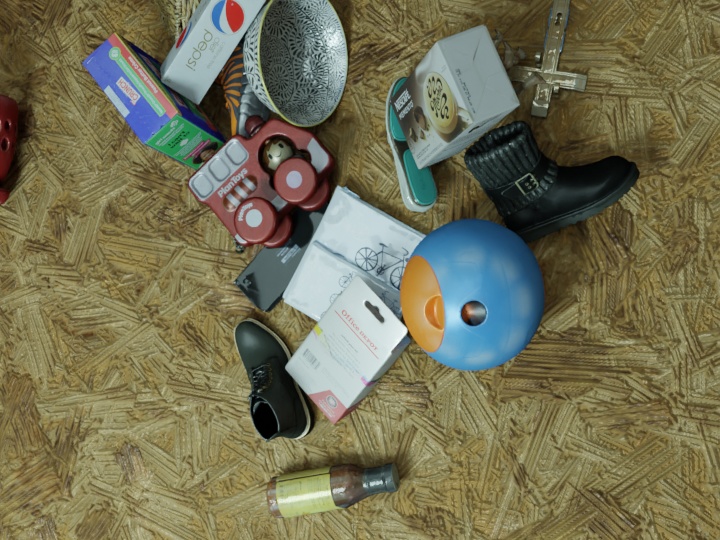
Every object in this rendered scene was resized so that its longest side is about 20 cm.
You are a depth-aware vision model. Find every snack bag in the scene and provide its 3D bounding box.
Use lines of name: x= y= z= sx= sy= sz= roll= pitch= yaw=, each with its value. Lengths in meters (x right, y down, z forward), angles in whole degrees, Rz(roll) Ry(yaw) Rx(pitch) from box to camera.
snack bag: x=0.000 y=0.000 z=1.274 sx=0.186 sy=0.021 sz=0.203 roll=29 pitch=95 yaw=13

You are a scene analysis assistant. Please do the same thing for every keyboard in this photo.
keyboard: x=-0.125 y=-0.044 z=1.323 sx=0.127 sy=0.021 sz=0.200 roll=45 pitch=97 yaw=9

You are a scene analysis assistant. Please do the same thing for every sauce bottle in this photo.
sauce bottle: x=-0.040 y=0.322 z=1.245 sx=0.196 sy=0.066 sz=0.068 roll=-12 pitch=82 yaw=16

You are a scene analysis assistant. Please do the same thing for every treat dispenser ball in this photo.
treat dispenser ball: x=0.151 y=0.033 z=1.142 sx=0.196 sy=0.201 sz=0.206 roll=-1 pitch=85 yaw=16

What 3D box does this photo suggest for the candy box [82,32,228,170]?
candy box: x=-0.307 y=-0.253 z=1.298 sx=0.077 sy=0.200 sz=0.170 roll=-41 pitch=77 yaw=9

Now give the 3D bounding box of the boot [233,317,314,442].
boot: x=-0.146 y=0.158 z=1.251 sx=0.077 sy=0.138 sz=0.202 roll=-37 pitch=76 yaw=10

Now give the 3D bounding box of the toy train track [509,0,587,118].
toy train track: x=0.278 y=-0.325 z=1.221 sx=0.112 sy=0.032 sz=0.205 roll=11 pitch=88 yaw=17

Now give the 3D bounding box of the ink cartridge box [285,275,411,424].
ink cartridge box: x=-0.009 y=0.108 z=1.220 sx=0.117 sy=0.067 sz=0.201 roll=46 pitch=119 yaw=14

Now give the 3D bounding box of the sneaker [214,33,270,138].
sneaker: x=-0.205 y=-0.290 z=1.344 sx=0.110 sy=0.077 sz=0.205 roll=0 pitch=77 yaw=21

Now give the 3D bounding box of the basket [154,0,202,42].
basket: x=-0.242 y=-0.447 z=1.324 sx=0.146 sy=0.145 sz=0.201 roll=-12 pitch=47 yaw=-21

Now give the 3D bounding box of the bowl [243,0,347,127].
bowl: x=-0.115 y=-0.320 z=1.272 sx=0.093 sy=0.199 sz=0.206 roll=6 pitch=87 yaw=39

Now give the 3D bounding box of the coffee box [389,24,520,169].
coffee box: x=0.121 y=-0.228 z=1.140 sx=0.079 sy=0.200 sz=0.115 roll=-23 pitch=87 yaw=-19

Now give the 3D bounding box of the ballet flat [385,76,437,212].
ballet flat: x=0.068 y=-0.183 z=1.255 sx=0.068 sy=0.069 sz=0.205 roll=-12 pitch=82 yaw=15

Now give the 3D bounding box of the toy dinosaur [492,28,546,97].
toy dinosaur: x=0.177 y=-0.256 z=1.187 sx=0.136 sy=0.085 sz=0.202 roll=-47 pitch=31 yaw=23

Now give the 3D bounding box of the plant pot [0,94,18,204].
plant pot: x=-0.680 y=-0.202 z=1.404 sx=0.196 sy=0.200 sz=0.187 roll=3 pitch=89 yaw=16

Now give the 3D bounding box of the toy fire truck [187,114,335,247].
toy fire truck: x=-0.145 y=-0.139 z=1.261 sx=0.200 sy=0.112 sz=0.168 roll=-43 pitch=82 yaw=7

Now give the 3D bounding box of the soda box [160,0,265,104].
soda box: x=-0.213 y=-0.349 z=1.225 sx=0.067 sy=0.064 sz=0.201 roll=29 pitch=110 yaw=-28

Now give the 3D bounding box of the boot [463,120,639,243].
boot: x=0.261 y=-0.142 z=1.152 sx=0.208 sy=0.080 sz=0.160 roll=-26 pitch=110 yaw=13
